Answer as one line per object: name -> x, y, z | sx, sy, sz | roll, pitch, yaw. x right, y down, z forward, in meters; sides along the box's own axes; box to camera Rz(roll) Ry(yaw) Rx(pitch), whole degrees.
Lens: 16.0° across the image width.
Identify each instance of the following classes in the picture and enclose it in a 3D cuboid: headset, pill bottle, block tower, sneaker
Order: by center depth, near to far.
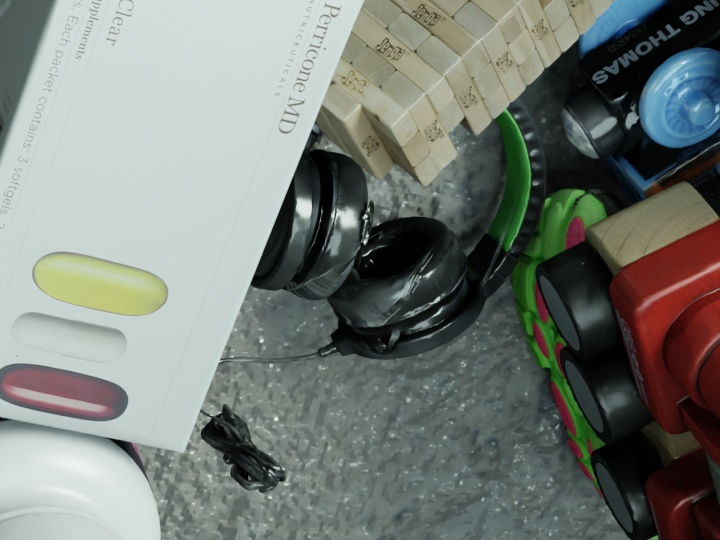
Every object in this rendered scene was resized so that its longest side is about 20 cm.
pill bottle -> -0.142, 0.090, 1.027 | 0.111, 0.200, 0.112 | -7, 120, -13
block tower -> 0.065, -0.121, 1.029 | 0.200, 0.054, 0.058 | -45, 151, -6
headset -> 0.000, 0.000, 1.085 | 0.123, 0.094, 0.200 | 35, 97, -29
sneaker -> 0.126, 0.033, 1.161 | 0.084, 0.077, 0.200 | -29, 132, -9

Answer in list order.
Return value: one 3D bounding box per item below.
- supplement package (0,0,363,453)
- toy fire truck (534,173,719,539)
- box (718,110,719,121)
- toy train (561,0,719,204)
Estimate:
supplement package -> -0.100, -0.060, 0.985 | 0.111, 0.156, 0.200 | 13, 113, -23
toy fire truck -> 0.180, 0.073, 1.035 | 0.129, 0.200, 0.176 | -25, 130, -7
box -> 0.252, -0.075, 1.041 | 0.200, 0.082, 0.049 | -12, 133, -28
toy train -> 0.182, -0.095, 1.100 | 0.200, 0.087, 0.114 | -34, 131, 0
